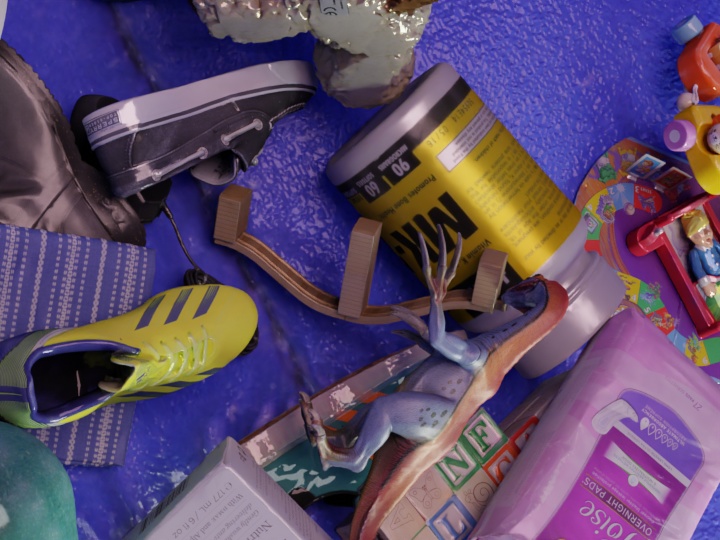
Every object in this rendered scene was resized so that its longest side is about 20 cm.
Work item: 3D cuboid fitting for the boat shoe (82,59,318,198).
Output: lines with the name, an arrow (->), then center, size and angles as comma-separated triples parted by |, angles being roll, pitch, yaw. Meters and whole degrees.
boat shoe -> -0.094, -0.089, 1.498 | 0.200, 0.072, 0.068 | -21, 91, -51

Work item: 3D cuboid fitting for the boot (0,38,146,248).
boot -> -0.237, -0.051, 1.440 | 0.132, 0.070, 0.200 | -40, 93, -25

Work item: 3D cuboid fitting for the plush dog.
plush dog -> -0.005, -0.223, 1.481 | 0.199, 0.160, 0.173 | 23, 56, -40

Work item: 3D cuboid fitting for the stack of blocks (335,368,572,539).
stack of blocks -> 0.094, 0.150, 1.549 | 0.200, 0.059, 0.115 | -41, 96, -28

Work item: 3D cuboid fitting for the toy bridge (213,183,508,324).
toy bridge -> 0.000, 0.000, 1.514 | 0.199, 0.068, 0.027 | 15, 25, 8

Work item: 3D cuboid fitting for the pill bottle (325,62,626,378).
pill bottle -> 0.081, -0.031, 1.559 | 0.200, 0.114, 0.114 | 48, 62, -7

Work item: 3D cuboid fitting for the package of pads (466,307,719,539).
package of pads -> 0.164, 0.136, 1.510 | 0.120, 0.076, 0.200 | 39, 63, -9

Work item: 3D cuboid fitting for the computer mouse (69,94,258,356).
computer mouse -> -0.131, -0.027, 1.506 | 0.201, 0.034, 0.059 | 59, 26, -6

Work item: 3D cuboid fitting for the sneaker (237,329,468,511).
sneaker -> -0.001, 0.111, 1.511 | 0.199, 0.071, 0.080 | -30, 91, -21

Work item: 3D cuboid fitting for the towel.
towel -> -0.221, 0.044, 1.406 | 0.199, 0.024, 0.146 | 9, 90, -36

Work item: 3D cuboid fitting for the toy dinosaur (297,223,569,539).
toy dinosaur -> 0.053, 0.075, 1.439 | 0.180, 0.105, 0.201 | -15, 89, -6

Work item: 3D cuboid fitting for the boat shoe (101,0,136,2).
boat shoe -> -0.092, -0.227, 1.549 | 0.199, 0.084, 0.069 | -5, 75, -29

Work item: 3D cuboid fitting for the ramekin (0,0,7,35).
ramekin -> -0.288, -0.144, 1.372 | 0.094, 0.202, 0.204 | 20, 68, -32

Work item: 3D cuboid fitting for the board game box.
board game box -> 0.246, -0.009, 1.674 | 0.199, 0.039, 0.159 | 21, 68, -19

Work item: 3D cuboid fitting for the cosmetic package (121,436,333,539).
cosmetic package -> -0.052, 0.215, 1.427 | 0.200, 0.081, 0.113 | 44, 95, -7

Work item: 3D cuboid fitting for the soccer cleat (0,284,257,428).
soccer cleat -> -0.138, 0.055, 1.402 | 0.199, 0.084, 0.065 | -15, 103, -35

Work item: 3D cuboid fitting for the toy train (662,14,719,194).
toy train -> 0.292, -0.095, 1.687 | 0.200, 0.056, 0.150 | 54, 38, -7

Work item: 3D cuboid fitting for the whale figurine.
whale figurine -> -0.197, 0.175, 1.343 | 0.104, 0.159, 0.201 | -33, 98, -15
